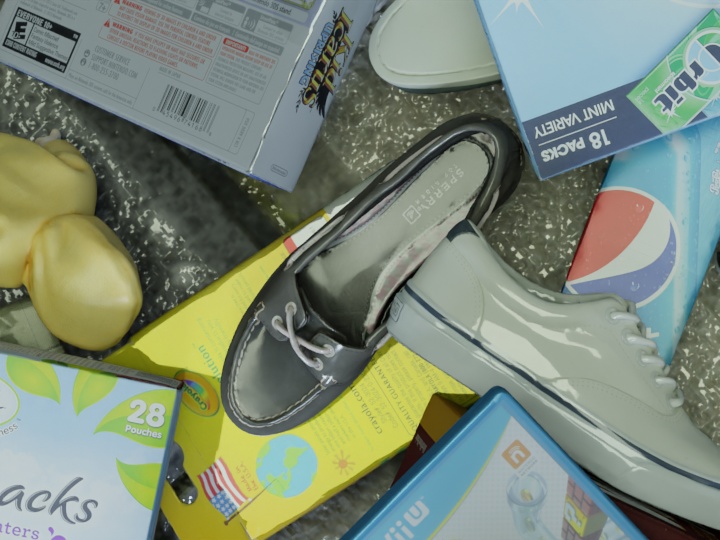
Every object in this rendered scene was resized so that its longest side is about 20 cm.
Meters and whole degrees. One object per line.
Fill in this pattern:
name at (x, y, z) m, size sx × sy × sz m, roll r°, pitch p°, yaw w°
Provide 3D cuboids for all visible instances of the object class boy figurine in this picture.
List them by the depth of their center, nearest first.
boy figurine at (-0.185, -0.034, 0.915) m, size 0.199 × 0.124 × 0.065 m, roll 33°, pitch 134°, yaw 14°

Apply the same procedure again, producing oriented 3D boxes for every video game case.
video game case at (0.076, 0.169, 0.748) m, size 0.143 × 0.018 × 0.200 m, roll -44°, pitch 97°, yaw -1°
video game case at (-0.079, -0.158, 0.896) m, size 0.199 × 0.045 × 0.182 m, roll 25°, pitch 93°, yaw 33°

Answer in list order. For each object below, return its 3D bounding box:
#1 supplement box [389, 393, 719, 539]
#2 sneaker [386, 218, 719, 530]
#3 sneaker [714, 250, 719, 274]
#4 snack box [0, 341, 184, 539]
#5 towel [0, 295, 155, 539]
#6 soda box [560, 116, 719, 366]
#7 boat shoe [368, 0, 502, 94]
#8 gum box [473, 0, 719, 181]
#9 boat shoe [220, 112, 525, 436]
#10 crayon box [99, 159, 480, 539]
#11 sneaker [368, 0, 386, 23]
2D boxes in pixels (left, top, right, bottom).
supplement box at (0.090, 0.195, 0.828) m, size 0.199 × 0.133 × 0.198 m, roll 25°, pitch 91°, yaw -8°
sneaker at (0.110, 0.049, 0.810) m, size 0.199 × 0.073 × 0.071 m, roll 31°, pitch 99°, yaw -1°
sneaker at (0.259, -0.056, 0.877) m, size 0.081 × 0.075 × 0.200 m, roll 38°, pitch 86°, yaw -19°
snack box at (-0.199, 0.117, 0.863) m, size 0.198 × 0.068 × 0.170 m, roll 12°, pitch 89°, yaw -3°
towel at (-0.216, 0.135, 0.921) m, size 0.199 × 0.035 × 0.194 m, roll -22°, pitch 91°, yaw -9°
soda box at (0.140, -0.007, 0.885) m, size 0.064 × 0.068 × 0.201 m, roll 20°, pitch 91°, yaw 7°
boat shoe at (0.103, -0.131, 0.896) m, size 0.199 × 0.062 × 0.073 m, roll -22°, pitch 65°, yaw 5°
gum box at (0.126, -0.165, 0.811) m, size 0.169 × 0.045 × 0.201 m, roll -19°, pitch 102°, yaw 5°
boat shoe at (0.000, 0.000, 0.859) m, size 0.067 × 0.057 × 0.200 m, roll 44°, pitch 94°, yaw 7°
crayon box at (-0.028, 0.050, 0.915) m, size 0.199 × 0.051 × 0.127 m, roll -32°, pitch 84°, yaw 5°
sneaker at (0.010, -0.176, 0.906) m, size 0.199 × 0.080 × 0.074 m, roll -30°, pitch 86°, yaw 7°
